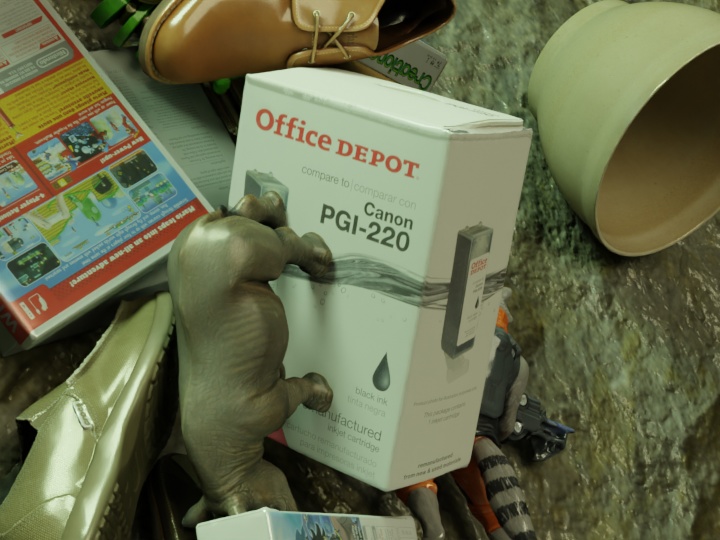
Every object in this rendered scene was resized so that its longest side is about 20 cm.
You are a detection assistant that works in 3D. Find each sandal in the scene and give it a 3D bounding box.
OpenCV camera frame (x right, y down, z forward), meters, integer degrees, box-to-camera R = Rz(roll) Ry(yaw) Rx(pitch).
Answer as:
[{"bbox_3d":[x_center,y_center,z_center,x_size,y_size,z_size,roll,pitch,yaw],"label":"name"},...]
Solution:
[{"bbox_3d":[-0.086,0.182,0.815,0.082,0.055,0.200,26,32,-38],"label":"sandal"}]

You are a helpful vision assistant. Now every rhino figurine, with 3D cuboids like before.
[{"bbox_3d":[-0.060,0.061,0.819,0.087,0.060,0.200,-8,98,-53],"label":"rhino figurine"}]

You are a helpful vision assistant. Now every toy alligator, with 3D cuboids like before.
[{"bbox_3d":[-0.092,-0.134,0.952,0.200,0.059,0.054,30,76,-12],"label":"toy alligator"}]

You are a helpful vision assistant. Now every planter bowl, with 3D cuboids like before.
[{"bbox_3d":[0.218,-0.130,1.254,0.200,0.200,0.135,1,35,-45],"label":"planter bowl"}]

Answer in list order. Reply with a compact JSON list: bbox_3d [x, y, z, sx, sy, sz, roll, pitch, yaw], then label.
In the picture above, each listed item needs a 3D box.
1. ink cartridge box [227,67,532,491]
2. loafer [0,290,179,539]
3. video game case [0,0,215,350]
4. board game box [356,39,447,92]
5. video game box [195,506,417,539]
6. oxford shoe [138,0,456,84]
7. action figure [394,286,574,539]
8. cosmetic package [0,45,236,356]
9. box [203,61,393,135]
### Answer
[{"bbox_3d":[0.000,0.000,0.875,0.085,0.146,0.200,-8,112,-53],"label":"ink cartridge box"},{"bbox_3d":[-0.138,0.081,0.805,0.067,0.076,0.200,8,39,5],"label":"loafer"},{"bbox_3d":[-0.184,-0.071,0.838,0.200,0.017,0.143,51,48,3],"label":"video game case"},{"bbox_3d":[-0.043,-0.179,1.028,0.126,0.035,0.200,38,11,34],"label":"board game box"},{"bbox_3d":[-0.008,0.222,0.790,0.182,0.047,0.200,26,52,-66],"label":"video game box"},{"bbox_3d":[-0.030,-0.143,0.899,0.200,0.071,0.071,-22,44,-30],"label":"oxford shoe"},{"bbox_3d":[0.086,0.100,1.005,0.200,0.105,0.194,16,61,-35],"label":"action figure"},{"bbox_3d":[-0.151,-0.048,0.912,0.200,0.052,0.151,-18,72,-50],"label":"cosmetic package"},{"bbox_3d":[-0.027,-0.121,1.073,0.200,0.021,0.164,13,32,-37],"label":"box"}]
